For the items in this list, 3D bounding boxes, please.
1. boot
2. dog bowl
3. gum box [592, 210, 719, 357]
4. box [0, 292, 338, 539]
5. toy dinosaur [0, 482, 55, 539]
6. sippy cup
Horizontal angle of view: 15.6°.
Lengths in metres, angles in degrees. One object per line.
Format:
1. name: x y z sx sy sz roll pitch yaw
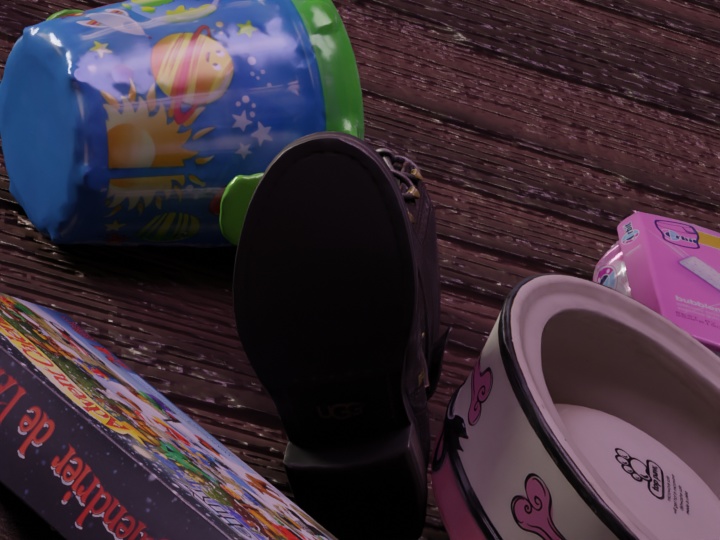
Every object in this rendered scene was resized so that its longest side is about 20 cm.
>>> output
1. boot: 0.000 0.000 1.060 0.069 0.200 0.174 0 32 8
2. dog bowl: 0.112 0.098 1.022 0.200 0.074 0.200 33 25 -18
3. gum box: 0.205 0.049 1.241 0.200 0.066 0.114 17 28 -11
4. box: -0.074 0.078 0.929 0.200 0.038 0.137 38 4 20
5. toy dinosaur: -0.149 0.086 0.887 0.200 0.077 0.102 27 33 15
6. sippy cup: -0.087 -0.067 1.173 0.130 0.140 0.178 -9 -5 -31
